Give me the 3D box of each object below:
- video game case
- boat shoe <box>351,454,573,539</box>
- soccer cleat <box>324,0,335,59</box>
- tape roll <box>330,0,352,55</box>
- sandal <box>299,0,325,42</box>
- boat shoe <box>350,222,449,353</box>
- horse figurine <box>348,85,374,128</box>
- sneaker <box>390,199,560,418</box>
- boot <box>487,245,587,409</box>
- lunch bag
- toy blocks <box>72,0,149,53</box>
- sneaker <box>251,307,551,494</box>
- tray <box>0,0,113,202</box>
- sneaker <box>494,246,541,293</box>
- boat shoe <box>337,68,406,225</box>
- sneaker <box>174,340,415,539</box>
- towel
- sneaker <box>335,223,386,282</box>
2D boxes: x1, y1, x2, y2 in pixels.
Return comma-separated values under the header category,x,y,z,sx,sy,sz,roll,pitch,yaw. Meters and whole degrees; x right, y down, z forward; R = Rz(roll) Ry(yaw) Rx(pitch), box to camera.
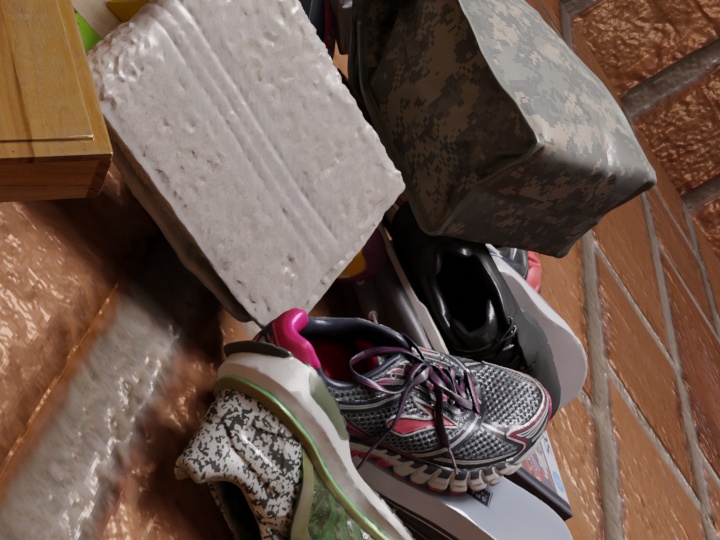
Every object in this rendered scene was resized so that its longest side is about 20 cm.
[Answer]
category,x,y,z,sx,sy,sz,roll,pitch,yaw
video game case,0.095,0.090,1.081,0.200,0.025,0.182,41,27,-44
boat shoe,0.030,0.130,0.798,0.198,0.068,0.074,33,36,-4
soccer cleat,-0.049,-0.211,1.079,0.086,0.069,0.202,36,31,-52
tape roll,0.005,-0.269,1.028,0.202,0.070,0.206,172,-90,-87
sandal,-0.033,-0.124,0.886,0.076,0.042,0.204,-35,132,-84
boat shoe,0.000,0.000,0.933,0.202,0.056,0.067,62,-1,18
horse figurine,0.046,-0.129,1.050,0.133,0.050,0.199,49,30,18
sneaker,0.085,0.042,0.945,0.201,0.075,0.091,54,7,-26
boot,0.115,0.031,1.077,0.200,0.072,0.091,53,4,-44
lunch bag,0.083,-0.122,0.917,0.163,0.117,0.202,7,51,-51
toy blocks,-0.156,-0.169,0.740,0.137,0.100,0.200,47,29,1
sneaker,0.026,0.070,0.740,0.197,0.075,0.081,7,44,-30
tray,-0.182,-0.123,0.600,0.097,0.037,0.202,-5,60,-29
sneaker,0.107,-0.059,1.251,0.098,0.070,0.203,38,31,-52
boat shoe,0.038,-0.086,1.113,0.201,0.073,0.076,52,21,-23
sneaker,-0.035,0.134,0.668,0.089,0.076,0.202,-46,120,-31
towel,-0.058,-0.068,0.708,0.133,0.034,0.201,-50,131,-23
sneaker,-0.052,-0.017,0.814,0.199,0.074,0.091,30,43,-45
